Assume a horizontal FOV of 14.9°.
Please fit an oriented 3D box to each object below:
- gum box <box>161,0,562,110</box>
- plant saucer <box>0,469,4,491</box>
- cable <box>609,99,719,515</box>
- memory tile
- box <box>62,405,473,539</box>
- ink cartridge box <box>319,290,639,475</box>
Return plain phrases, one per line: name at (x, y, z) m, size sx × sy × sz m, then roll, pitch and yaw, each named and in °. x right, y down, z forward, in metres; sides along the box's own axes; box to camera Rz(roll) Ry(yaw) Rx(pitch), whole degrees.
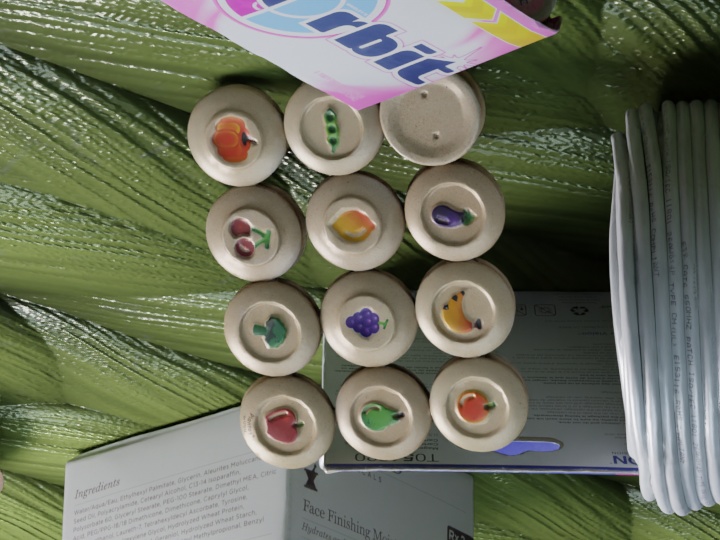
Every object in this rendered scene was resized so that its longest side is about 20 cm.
gum box at (-0.014, -0.141, 1.140) m, size 0.113 × 0.066 × 0.200 m, roll -17°, pitch 151°, yaw 37°
plant saucer at (-0.326, 0.115, 1.753) m, size 0.199 × 0.037 × 0.201 m, roll 1°, pitch 155°, yaw 0°
cable at (0.160, 0.018, 1.329) m, size 0.069 × 0.201 × 0.201 m, roll -3°, pitch 133°, yaw 9°
memory tile at (0.000, 0.000, 1.345) m, size 0.152 × 0.201 × 0.017 m, roll -5°, pitch -163°, yaw 15°
box at (-0.059, 0.187, 1.792) m, size 0.199 × 0.131 × 0.199 m, roll -19°, pitch 149°, yaw 35°
ink cartridge box at (0.076, 0.072, 1.482) m, size 0.195 × 0.200 × 0.044 m, roll 1°, pitch 118°, yaw 0°
